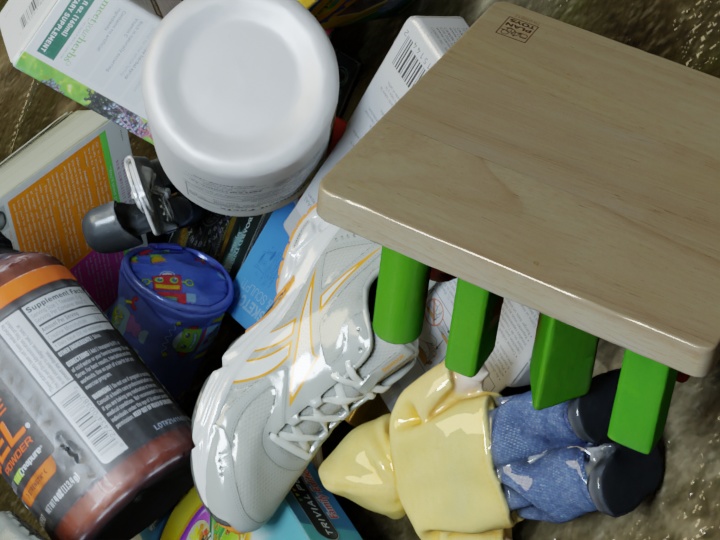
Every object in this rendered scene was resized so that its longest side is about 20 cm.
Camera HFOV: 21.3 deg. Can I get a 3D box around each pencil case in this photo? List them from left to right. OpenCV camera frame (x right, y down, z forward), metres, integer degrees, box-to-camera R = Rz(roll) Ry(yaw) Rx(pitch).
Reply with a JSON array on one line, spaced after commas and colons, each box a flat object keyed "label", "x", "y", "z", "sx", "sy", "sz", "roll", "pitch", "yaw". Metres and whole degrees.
[{"label": "pencil case", "x": -0.157, "y": 0.070, "z": 1.305, "sx": 0.087, "sy": 0.078, "sz": 0.201, "roll": 56, "pitch": 130, "yaw": 37}]

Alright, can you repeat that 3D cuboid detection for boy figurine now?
[{"label": "boy figurine", "x": 0.062, "y": 0.106, "z": 1.017, "sx": 0.199, "sy": 0.064, "sz": 0.125, "roll": -15, "pitch": 95, "yaw": 45}]

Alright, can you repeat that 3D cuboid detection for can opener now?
[{"label": "can opener", "x": -0.147, "y": -0.045, "z": 1.281, "sx": 0.067, "sy": 0.054, "sz": 0.200, "roll": -21, "pitch": 2, "yaw": 1}]

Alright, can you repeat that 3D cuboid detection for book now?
[{"label": "book", "x": -0.213, "y": -0.006, "z": 1.277, "sx": 0.048, "sy": 0.134, "sz": 0.200, "roll": 2, "pitch": 28, "yaw": 27}]

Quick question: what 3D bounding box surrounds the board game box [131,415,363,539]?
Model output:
[{"label": "board game box", "x": -0.066, "y": 0.187, "z": 1.117, "sx": 0.151, "sy": 0.047, "sz": 0.200, "roll": -61, "pitch": 40, "yaw": 20}]

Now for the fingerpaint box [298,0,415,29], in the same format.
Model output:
[{"label": "fingerpaint box", "x": 0.033, "y": -0.240, "z": 1.222, "sx": 0.200, "sy": 0.167, "sz": 0.074, "roll": -39, "pitch": 81, "yaw": 30}]

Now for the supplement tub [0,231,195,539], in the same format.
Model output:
[{"label": "supplement tub", "x": -0.186, "y": 0.064, "z": 1.122, "sx": 0.200, "sy": 0.107, "sz": 0.107, "roll": 49, "pitch": 113, "yaw": 14}]

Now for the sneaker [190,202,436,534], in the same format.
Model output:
[{"label": "sneaker", "x": -0.020, "y": 0.055, "z": 1.048, "sx": 0.092, "sy": 0.076, "sz": 0.201, "roll": 17, "pitch": 78, "yaw": 40}]

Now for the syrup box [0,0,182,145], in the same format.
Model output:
[{"label": "syrup box", "x": -0.139, "y": -0.140, "z": 1.302, "sx": 0.079, "sy": 0.199, "sz": 0.082, "roll": -52, "pitch": 32, "yaw": 15}]

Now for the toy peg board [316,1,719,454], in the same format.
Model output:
[{"label": "toy peg board", "x": 0.108, "y": -0.019, "z": 0.949, "sx": 0.199, "sy": 0.199, "sz": 0.098, "roll": -48, "pitch": -26, "yaw": -44}]

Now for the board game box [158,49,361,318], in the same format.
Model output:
[{"label": "board game box", "x": -0.082, "y": -0.067, "z": 1.381, "sx": 0.135, "sy": 0.028, "sz": 0.201, "roll": 13, "pitch": 78, "yaw": 55}]

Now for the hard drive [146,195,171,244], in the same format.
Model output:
[{"label": "hard drive", "x": -0.207, "y": 0.025, "z": 1.454, "sx": 0.201, "sy": 0.033, "sz": 0.139, "roll": -65, "pitch": 19, "yaw": -1}]

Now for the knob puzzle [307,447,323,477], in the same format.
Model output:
[{"label": "knob puzzle", "x": -0.077, "y": 0.177, "z": 1.197, "sx": 0.219, "sy": 0.030, "sz": 0.221, "roll": -20, "pitch": 64, "yaw": 48}]

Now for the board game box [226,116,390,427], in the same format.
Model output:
[{"label": "board game box", "x": 0.000, "y": 0.000, "z": 1.214, "sx": 0.154, "sy": 0.040, "sz": 0.200, "roll": -60, "pitch": 34, "yaw": 4}]

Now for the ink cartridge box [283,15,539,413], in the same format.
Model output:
[{"label": "ink cartridge box", "x": 0.050, "y": -0.014, "z": 1.093, "sx": 0.201, "sy": 0.045, "sz": 0.176, "roll": 59, "pitch": 134, "yaw": 29}]

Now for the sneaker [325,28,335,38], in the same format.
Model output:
[{"label": "sneaker", "x": -0.054, "y": -0.221, "z": 1.368, "sx": 0.080, "sy": 0.075, "sz": 0.200, "roll": -16, "pitch": 27, "yaw": 1}]

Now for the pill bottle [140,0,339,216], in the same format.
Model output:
[{"label": "pill bottle", "x": -0.072, "y": -0.094, "z": 1.173, "sx": 0.200, "sy": 0.114, "sz": 0.115, "roll": 110, "pitch": -179, "yaw": -81}]

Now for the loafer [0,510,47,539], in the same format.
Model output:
[{"label": "loafer", "x": -0.188, "y": 0.198, "z": 1.105, "sx": 0.075, "sy": 0.200, "sz": 0.070, "roll": 34, "pitch": 74, "yaw": 23}]
